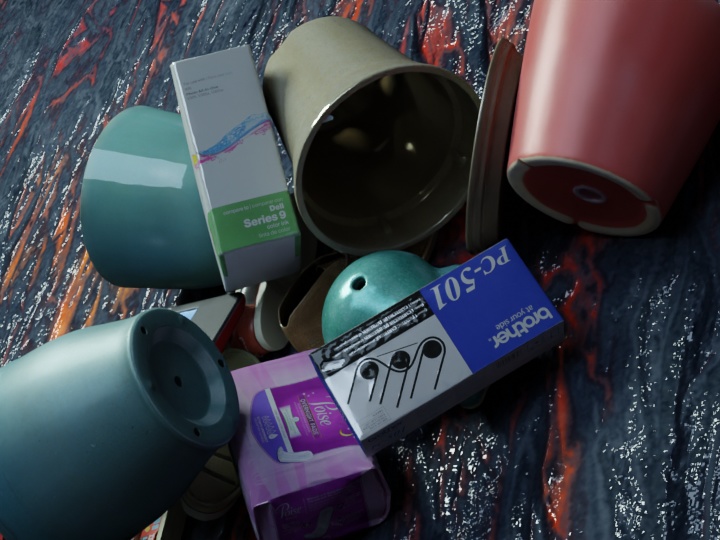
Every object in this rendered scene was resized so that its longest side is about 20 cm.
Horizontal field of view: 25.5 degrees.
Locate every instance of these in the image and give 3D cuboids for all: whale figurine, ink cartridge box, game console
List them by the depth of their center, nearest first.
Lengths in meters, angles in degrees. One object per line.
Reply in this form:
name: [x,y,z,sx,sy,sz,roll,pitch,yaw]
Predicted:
ink cartridge box: [0.066,0.064,1.350,0.199,0.044,0.094,-30,63,-7]
whale figurine: [0.046,0.051,1.427,0.159,0.104,0.199,-51,42,-12]
ink cartridge box: [-0.121,-0.099,1.565,0.087,0.145,0.202,-16,76,-5]
game console: [-0.221,0.097,1.594,0.199,0.031,0.178,-12,37,33]

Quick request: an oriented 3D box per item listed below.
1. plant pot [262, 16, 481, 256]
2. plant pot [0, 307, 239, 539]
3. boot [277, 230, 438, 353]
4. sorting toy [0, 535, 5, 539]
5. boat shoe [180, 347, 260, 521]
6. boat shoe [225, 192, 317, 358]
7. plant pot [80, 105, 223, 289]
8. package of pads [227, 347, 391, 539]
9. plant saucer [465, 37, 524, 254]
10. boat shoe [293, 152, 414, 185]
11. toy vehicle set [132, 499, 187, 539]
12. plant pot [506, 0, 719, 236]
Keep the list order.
plant pot: [-0.003,-0.148,1.543,0.200,0.200,0.184,-41,41,4]
plant pot: [-0.215,0.132,1.396,0.187,0.200,0.201,-33,35,26]
boot: [0.000,0.000,1.560,0.200,0.076,0.073,-49,31,-10]
sorting toy: [-0.368,0.247,1.590,0.069,0.201,0.200,-1,54,-2]
boat shoe: [-0.136,0.168,1.528,0.201,0.074,0.069,-76,13,-50]
boat shoe: [-0.096,0.004,1.666,0.062,0.071,0.201,-19,45,37]
plant pot: [-0.180,-0.070,1.728,0.160,0.201,0.202,9,57,27]
package of pads: [-0.056,0.156,1.419,0.119,0.076,0.200,-16,35,-8]
plant saucer: [0.128,-0.113,1.469,0.029,0.201,0.201,8,52,10]
boat shoe: [0.024,-0.111,1.668,0.198,0.072,0.073,-8,42,28]
toy vehicle set: [-0.229,0.270,1.551,0.124,0.027,0.201,-21,40,31]
plant pot: [0.221,-0.140,1.389,0.199,0.200,0.179,1,64,47]
